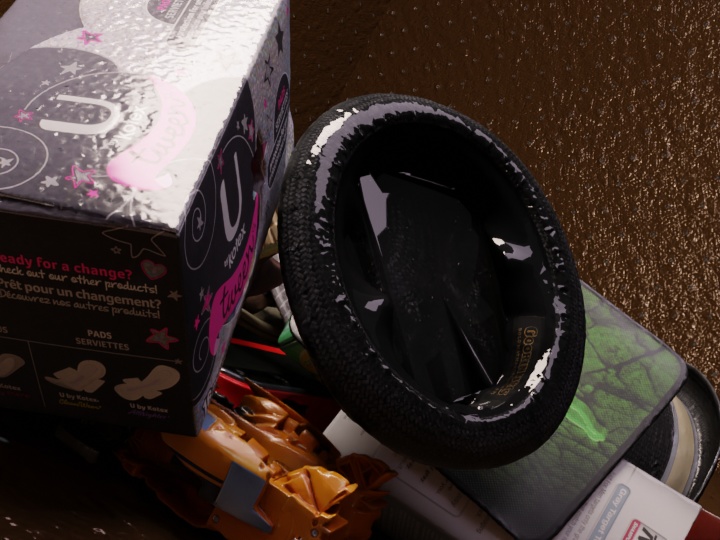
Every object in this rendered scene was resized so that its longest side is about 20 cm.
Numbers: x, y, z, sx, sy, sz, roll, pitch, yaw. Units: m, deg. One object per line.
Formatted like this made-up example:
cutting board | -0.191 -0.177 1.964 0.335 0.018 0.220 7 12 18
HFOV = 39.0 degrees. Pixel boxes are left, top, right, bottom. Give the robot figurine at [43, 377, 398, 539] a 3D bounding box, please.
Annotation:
robot figurine | -0.083 0.073 0.503 0.198 0.059 0.145 31 4 17

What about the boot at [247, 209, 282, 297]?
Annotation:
boot | -0.093 -0.020 0.810 0.197 0.074 0.166 -16 -15 19

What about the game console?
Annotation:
game console | -0.101 0.065 0.743 0.175 0.031 0.199 26 1 28

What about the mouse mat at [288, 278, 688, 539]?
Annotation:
mouse mat | 0.076 0.045 0.602 0.199 0.160 0.008 39 -28 22

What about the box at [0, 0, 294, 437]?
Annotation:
box | -0.109 -0.045 0.465 0.130 0.116 0.202 7 43 5

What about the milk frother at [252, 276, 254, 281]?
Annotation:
milk frother | -0.191 -0.050 0.689 0.188 0.180 0.201 35 -18 49

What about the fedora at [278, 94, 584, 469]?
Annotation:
fedora | 0.024 0.013 0.536 0.199 0.203 0.092 28 -37 -16

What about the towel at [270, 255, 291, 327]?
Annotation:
towel | 0.000 0.000 0.908 0.085 0.165 0.201 39 18 -38

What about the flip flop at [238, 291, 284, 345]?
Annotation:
flip flop | -0.110 0.020 0.971 0.198 0.058 0.081 27 4 -32

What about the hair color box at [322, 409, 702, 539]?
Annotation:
hair color box | 0.080 0.130 0.585 0.198 0.099 0.061 31 -31 18

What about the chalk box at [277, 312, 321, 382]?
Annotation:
chalk box | 0.032 0.025 0.716 0.199 0.125 0.123 41 -35 -17

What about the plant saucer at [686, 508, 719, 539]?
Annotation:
plant saucer | 0.312 0.252 0.968 0.198 0.037 0.200 28 -10 30

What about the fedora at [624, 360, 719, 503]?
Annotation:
fedora | 0.158 0.113 0.725 0.092 0.201 0.201 45 -2 -20
